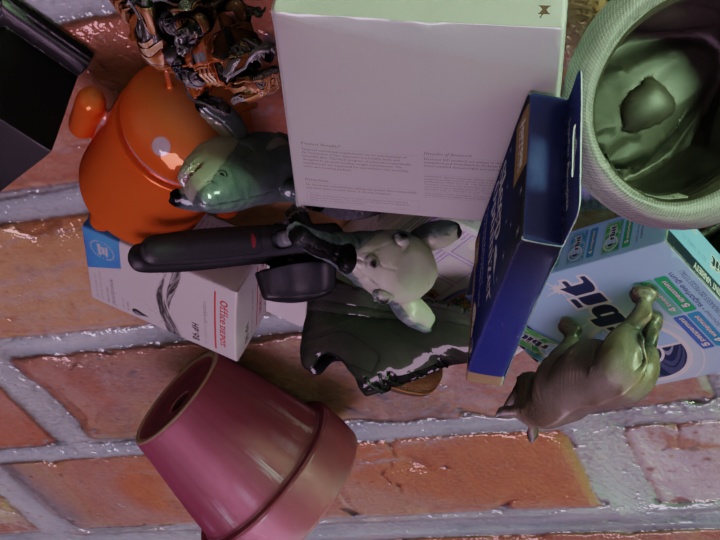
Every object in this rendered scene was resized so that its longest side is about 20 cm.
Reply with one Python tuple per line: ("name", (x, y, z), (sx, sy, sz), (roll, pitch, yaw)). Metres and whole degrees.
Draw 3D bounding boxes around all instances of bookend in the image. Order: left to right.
("bookend", (-0.330, -0.086, 1.160), (0.092, 0.201, 0.198), (33, 140, -29))

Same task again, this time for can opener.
("can opener", (-0.098, -0.017, 1.197), (0.199, 0.079, 0.063), (2, 158, -37))

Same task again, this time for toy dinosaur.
("toy dinosaur", (-0.133, -0.184, 1.023), (0.198, 0.102, 0.137), (14, 124, 23))

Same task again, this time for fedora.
("fedora", (0.223, -0.124, 1.014), (0.177, 0.200, 0.090), (48, 175, -13))

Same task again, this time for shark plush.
("shark plush", (-0.061, -0.060, 1.102), (0.199, 0.083, 0.091), (16, 106, -44))
("shark plush", (0.000, 0.000, 1.135), (0.083, 0.092, 0.199), (16, -168, 31))

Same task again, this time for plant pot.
("plant pot", (-0.131, 0.189, 1.512), (0.179, 0.201, 0.199), (43, 136, -15))

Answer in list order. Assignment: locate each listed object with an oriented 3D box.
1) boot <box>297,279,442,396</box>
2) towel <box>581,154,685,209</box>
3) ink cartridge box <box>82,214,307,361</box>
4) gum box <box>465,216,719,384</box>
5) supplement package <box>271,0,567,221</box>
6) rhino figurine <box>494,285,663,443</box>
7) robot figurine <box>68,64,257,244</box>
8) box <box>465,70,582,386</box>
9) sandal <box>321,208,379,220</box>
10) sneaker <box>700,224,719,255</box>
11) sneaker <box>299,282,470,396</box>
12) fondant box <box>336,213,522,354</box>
("boot", (0.025, 0.053, 1.373), (0.075, 0.074, 0.200), (-26, 128, 32))
("towel", (0.202, -0.074, 1.141), (0.198, 0.024, 0.147), (4, 169, 10))
("ink cartridge box", (-0.150, 0.007, 1.311), (0.198, 0.067, 0.116), (23, 146, 11))
("gum box", (0.217, 0.032, 1.191), (0.199, 0.045, 0.170), (-18, 132, 41))
("supplement package", (0.048, -0.155, 1.008), (0.189, 0.148, 0.201), (5, 144, 7))
("rhino figurine", (0.174, 0.088, 1.172), (0.060, 0.088, 0.200), (32, 144, -19))
("robot figurine", (-0.162, -0.096, 1.172), (0.144, 0.116, 0.200), (54, 139, 6))
("box", (0.106, -0.027, 0.941), (0.032, 0.122, 0.201), (11, 144, -4))
("sandal", (0.025, -0.090, 1.181), (0.199, 0.043, 0.076), (-9, 122, 33))
("sneaker", (0.286, -0.011, 1.191), (0.088, 0.078, 0.199), (19, 146, -33))
("sneaker", (0.037, 0.070, 1.260), (0.198, 0.092, 0.076), (8, 163, 23))
("fondant box", (0.096, -0.005, 1.280), (0.199, 0.059, 0.144), (28, 141, -21))
